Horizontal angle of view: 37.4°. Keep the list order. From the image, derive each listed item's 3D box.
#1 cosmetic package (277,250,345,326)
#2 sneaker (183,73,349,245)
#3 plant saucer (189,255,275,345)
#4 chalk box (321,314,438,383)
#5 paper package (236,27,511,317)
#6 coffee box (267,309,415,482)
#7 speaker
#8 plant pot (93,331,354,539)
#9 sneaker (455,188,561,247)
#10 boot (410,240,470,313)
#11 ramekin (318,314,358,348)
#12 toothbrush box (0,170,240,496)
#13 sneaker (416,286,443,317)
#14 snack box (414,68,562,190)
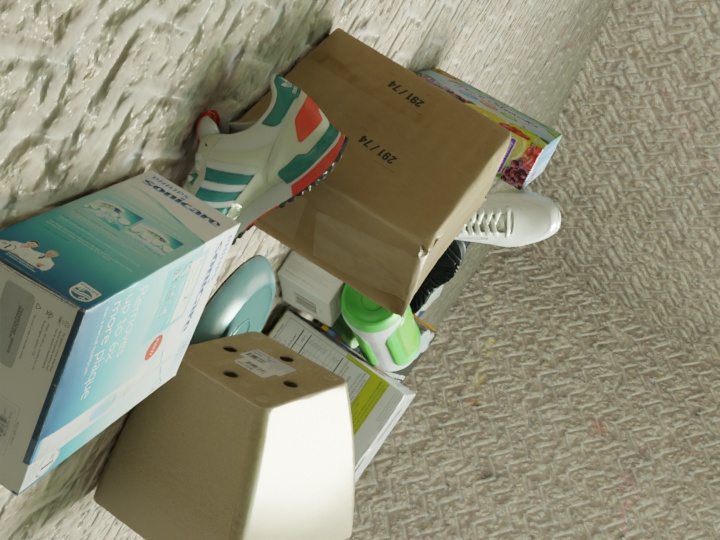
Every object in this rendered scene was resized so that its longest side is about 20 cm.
[{"bbox_3d":[-0.017,-0.040,1.354,0.200,0.081,0.113,-57,171,-17],"label":"cosmetic package"},{"bbox_3d":[-0.110,-0.074,0.832,0.199,0.093,0.070,-35,-163,14],"label":"sneaker"},{"bbox_3d":[-0.149,0.076,1.188,0.200,0.027,0.200,-56,169,-16],"label":"plant saucer"},{"bbox_3d":[0.002,0.135,1.679,0.200,0.124,0.125,-54,154,5],"label":"chalk box"},{"bbox_3d":[0.007,-0.092,0.949,0.191,0.200,0.104,-51,167,-39],"label":"paper package"},{"bbox_3d":[-0.065,0.194,1.453,0.200,0.197,0.200,-55,171,-2],"label":"coffee box"},{"bbox_3d":[0.028,0.066,1.351,0.089,0.088,0.200,-57,161,-13],"label":"speaker"},{"bbox_3d":[-0.121,0.175,1.079,0.200,0.199,0.178,-11,121,-53],"label":"plant pot"},{"bbox_3d":[0.147,-0.062,1.321,0.080,0.199,0.077,-31,122,-69],"label":"sneaker"},{"bbox_3d":[0.122,-0.038,1.499,0.163,0.073,0.198,-50,174,-37],"label":"boot"},{"bbox_3d":[0.000,0.000,1.504,0.200,0.097,0.200,-57,171,-15],"label":"ramekin"},{"bbox_3d":[-0.181,0.032,0.713,0.147,0.085,0.200,-63,171,24],"label":"toothbrush box"},{"bbox_3d":[0.117,0.075,2.387,0.200,0.080,0.115,-60,173,16],"label":"sneaker"},{"bbox_3d":[0.153,-0.190,1.396,0.068,0.200,0.169,-62,169,20],"label":"snack box"}]
